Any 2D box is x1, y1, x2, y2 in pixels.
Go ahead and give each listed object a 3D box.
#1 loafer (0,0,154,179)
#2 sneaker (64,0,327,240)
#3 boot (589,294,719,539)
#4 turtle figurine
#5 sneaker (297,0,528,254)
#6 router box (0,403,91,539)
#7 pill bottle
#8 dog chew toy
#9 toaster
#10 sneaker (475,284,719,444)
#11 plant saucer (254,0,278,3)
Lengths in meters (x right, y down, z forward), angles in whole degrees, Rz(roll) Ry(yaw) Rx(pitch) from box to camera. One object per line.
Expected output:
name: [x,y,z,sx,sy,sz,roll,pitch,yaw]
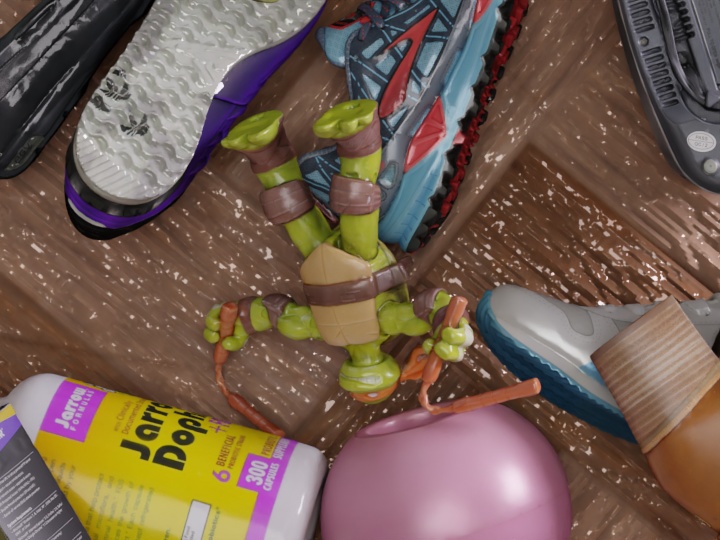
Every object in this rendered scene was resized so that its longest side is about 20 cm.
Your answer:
loafer: [-0.144,-0.139,1.481,0.070,0.068,0.201,37,93,-7]
sneaker: [-0.089,-0.092,1.474,0.069,0.100,0.200,36,59,3]
boot: [0.227,0.049,1.401,0.200,0.074,0.155,-36,85,2]
turtle figurine: [0.000,0.000,1.435,0.200,0.064,0.162,0,111,40]
sneaker: [0.026,-0.116,1.470,0.095,0.079,0.201,21,88,5]
router box: [-0.206,0.171,1.416,0.200,0.052,0.158,-26,98,35]
pill bottle: [-0.123,0.112,1.451,0.199,0.104,0.105,15,88,3]
dog chew toy: [0.055,0.167,1.439,0.124,0.125,0.201,-16,95,1]
toaster: [0.179,-0.129,1.438,0.113,0.129,0.201,-18,88,0]
sneaker: [0.153,0.046,1.465,0.199,0.077,0.081,23,82,-4]
plant saucer: [-0.063,-0.237,1.458,0.200,0.048,0.200,44,55,3]
